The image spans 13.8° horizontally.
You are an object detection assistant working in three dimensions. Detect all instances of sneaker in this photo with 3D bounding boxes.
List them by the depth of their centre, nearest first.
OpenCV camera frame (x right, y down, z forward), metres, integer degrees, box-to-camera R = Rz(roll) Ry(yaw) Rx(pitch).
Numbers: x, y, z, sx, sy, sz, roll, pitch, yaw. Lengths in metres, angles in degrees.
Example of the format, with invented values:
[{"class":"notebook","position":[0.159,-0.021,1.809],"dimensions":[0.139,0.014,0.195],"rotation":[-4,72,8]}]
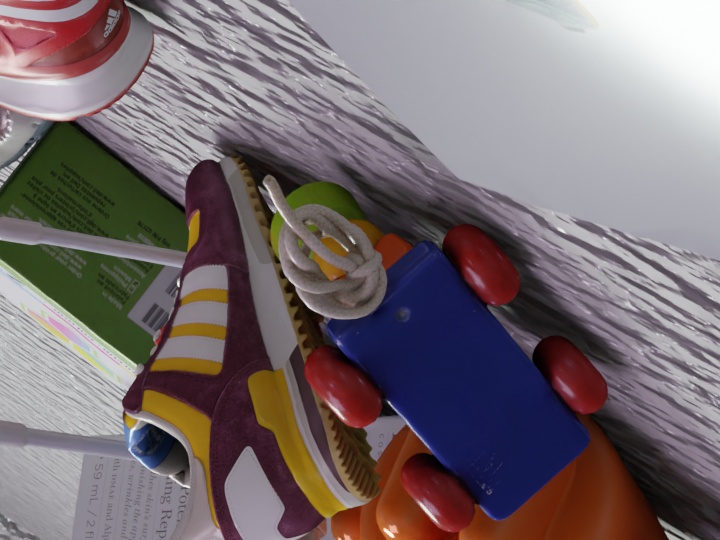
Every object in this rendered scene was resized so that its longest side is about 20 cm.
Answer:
[{"class":"sneaker","position":[-0.182,-0.123,1.135],"dimensions":[0.200,0.078,0.116],"rotation":[4,143,24]},{"class":"sneaker","position":[-0.060,0.032,1.200],"dimensions":[0.075,0.090,0.200],"rotation":[59,-173,-40]}]

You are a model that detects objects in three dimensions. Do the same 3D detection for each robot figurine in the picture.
[{"class":"robot figurine","position":[0.069,0.122,1.266],"dimensions":[0.200,0.144,0.117],"rotation":[54,-164,-55]}]

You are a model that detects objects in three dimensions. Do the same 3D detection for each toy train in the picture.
[{"class":"toy train","position":[0.000,0.000,1.117],"dimensions":[0.200,0.085,0.116],"rotation":[49,178,-38]}]

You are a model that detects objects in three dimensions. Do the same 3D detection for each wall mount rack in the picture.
[{"class":"wall mount rack","position":[-0.079,0.056,1.273],"dimensions":[0.174,0.074,0.200],"rotation":[44,-151,-37]}]

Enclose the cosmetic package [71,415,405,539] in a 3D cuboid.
[{"class":"cosmetic package","position":[-0.040,0.129,1.435],"dimensions":[0.200,0.102,0.074],"rotation":[-7,159,33]}]

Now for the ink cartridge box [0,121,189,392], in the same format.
[{"class":"ink cartridge box","position":[-0.125,0.011,1.502],"dimensions":[0.148,0.076,0.200],"rotation":[38,167,-5]}]

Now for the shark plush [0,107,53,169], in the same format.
[{"class":"shark plush","position":[-0.188,-0.051,1.442],"dimensions":[0.091,0.083,0.200],"rotation":[60,168,11]}]

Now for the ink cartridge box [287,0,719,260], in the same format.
[{"class":"ink cartridge box","position":[0.037,-0.112,0.378],"dimensions":[0.200,0.145,0.145],"rotation":[44,166,-34]}]
